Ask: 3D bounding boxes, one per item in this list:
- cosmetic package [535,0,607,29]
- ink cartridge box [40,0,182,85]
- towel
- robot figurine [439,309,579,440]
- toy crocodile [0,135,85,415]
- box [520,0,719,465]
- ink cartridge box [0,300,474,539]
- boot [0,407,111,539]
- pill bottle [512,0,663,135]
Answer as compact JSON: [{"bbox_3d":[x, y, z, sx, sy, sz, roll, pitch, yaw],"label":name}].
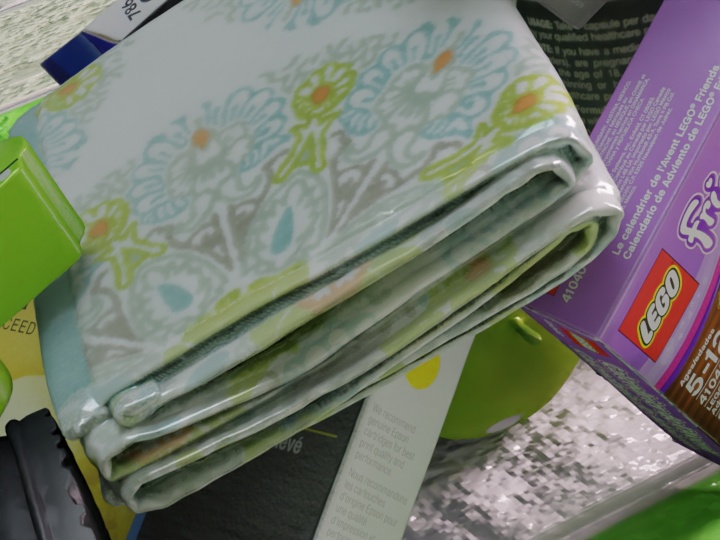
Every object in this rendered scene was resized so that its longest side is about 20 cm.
[{"bbox_3d":[0.054,-0.180,0.644,0.107,0.090,0.201,-48,33,21],"label":"cosmetic package"},{"bbox_3d":[-0.053,-0.128,1.000,0.200,0.099,0.039,-40,40,6],"label":"ink cartridge box"},{"bbox_3d":[-0.023,-0.032,0.612,0.170,0.048,0.201,-30,38,7],"label":"towel"},{"bbox_3d":[0.000,0.000,0.740,0.199,0.116,0.175,4,32,37],"label":"robot figurine"},{"bbox_3d":[-0.158,0.040,0.555,0.200,0.068,0.062,-47,38,-13],"label":"toy crocodile"},{"bbox_3d":[0.133,-0.047,0.620,0.039,0.137,0.201,25,83,38],"label":"box"},{"bbox_3d":[-0.061,0.044,0.647,0.197,0.047,0.201,8,73,44],"label":"ink cartridge box"},{"bbox_3d":[-0.131,0.140,0.521,0.167,0.077,0.201,-18,51,-6],"label":"boot"},{"bbox_3d":[0.117,-0.098,0.772,0.119,0.201,0.120,-13,25,6],"label":"pill bottle"}]
